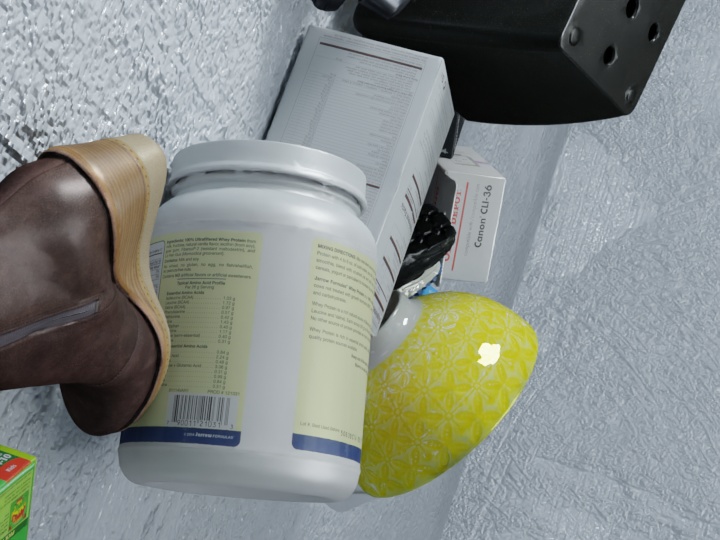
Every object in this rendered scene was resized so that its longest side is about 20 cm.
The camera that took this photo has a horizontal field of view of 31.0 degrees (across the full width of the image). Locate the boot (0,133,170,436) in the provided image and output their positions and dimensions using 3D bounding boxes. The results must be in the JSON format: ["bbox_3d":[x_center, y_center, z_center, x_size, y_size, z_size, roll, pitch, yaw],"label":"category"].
[{"bbox_3d":[-0.167,0.035,0.632,0.166,0.072,0.200,-38,149,-46],"label":"boot"}]

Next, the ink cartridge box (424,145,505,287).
[{"bbox_3d":[0.099,-0.058,1.367,0.200,0.067,0.117,-114,-150,-72],"label":"ink cartridge box"}]

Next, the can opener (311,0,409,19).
[{"bbox_3d":[0.003,-0.245,0.977,0.063,0.079,0.200,-35,-156,28],"label":"can opener"}]

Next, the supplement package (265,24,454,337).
[{"bbox_3d":[-0.014,-0.067,1.001,0.110,0.114,0.200,62,47,-71],"label":"supplement package"}]

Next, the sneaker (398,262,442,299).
[{"bbox_3d":[0.008,0.003,1.225,0.077,0.085,0.200,-31,-177,35],"label":"sneaker"}]

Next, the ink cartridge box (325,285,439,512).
[{"bbox_3d":[0.022,0.129,1.322,0.146,0.086,0.200,-32,-157,47],"label":"ink cartridge box"}]

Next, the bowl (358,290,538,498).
[{"bbox_3d":[0.040,0.082,1.096,0.200,0.108,0.200,-40,-164,14],"label":"bowl"}]

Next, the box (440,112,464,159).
[{"bbox_3d":[0.077,-0.232,1.251,0.141,0.079,0.200,-72,170,-47],"label":"box"}]

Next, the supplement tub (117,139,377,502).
[{"bbox_3d":[-0.065,0.035,0.788,0.145,0.145,0.200,58,36,-73],"label":"supplement tub"}]

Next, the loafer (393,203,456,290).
[{"bbox_3d":[0.000,0.000,1.129,0.201,0.068,0.070,-21,153,-38],"label":"loafer"}]

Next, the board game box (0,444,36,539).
[{"bbox_3d":[-0.216,0.158,0.558,0.200,0.048,0.102,-44,148,-65],"label":"board game box"}]

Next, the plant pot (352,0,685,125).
[{"bbox_3d":[0.151,-0.230,1.061,0.199,0.177,0.200,30,83,-50],"label":"plant pot"}]
